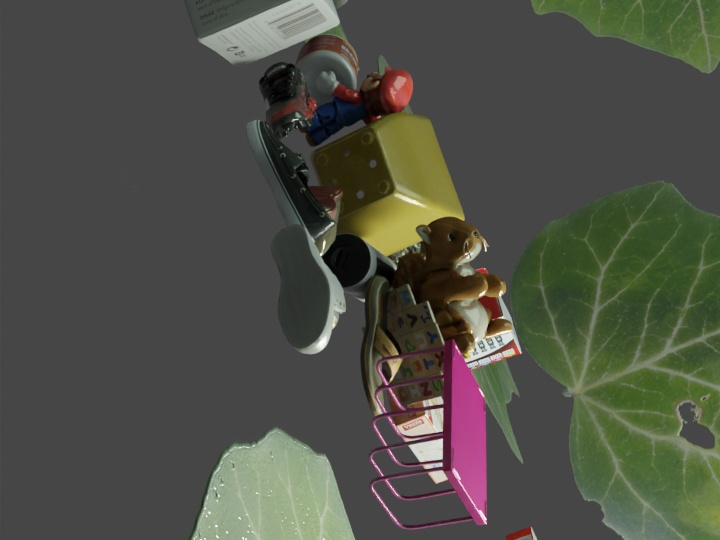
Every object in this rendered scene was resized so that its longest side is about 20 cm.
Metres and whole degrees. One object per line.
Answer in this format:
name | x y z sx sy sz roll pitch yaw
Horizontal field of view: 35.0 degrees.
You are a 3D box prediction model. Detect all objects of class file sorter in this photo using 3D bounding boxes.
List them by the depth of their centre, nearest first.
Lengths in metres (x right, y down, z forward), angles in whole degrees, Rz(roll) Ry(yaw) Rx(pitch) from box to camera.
file sorter | 0.087 0.222 1.513 0.139 0.124 0.201 59 26 -43

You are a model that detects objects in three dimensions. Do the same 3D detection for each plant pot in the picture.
plant pot | 0.026 -0.143 1.845 0.200 0.194 0.196 12 57 -68

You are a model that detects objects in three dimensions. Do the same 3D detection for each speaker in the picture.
speaker | 0.000 0.000 1.711 0.200 0.081 0.082 34 36 -73

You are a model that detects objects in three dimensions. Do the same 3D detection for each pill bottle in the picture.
pill bottle | -0.059 -0.349 1.995 0.200 0.111 0.113 -87 154 -66

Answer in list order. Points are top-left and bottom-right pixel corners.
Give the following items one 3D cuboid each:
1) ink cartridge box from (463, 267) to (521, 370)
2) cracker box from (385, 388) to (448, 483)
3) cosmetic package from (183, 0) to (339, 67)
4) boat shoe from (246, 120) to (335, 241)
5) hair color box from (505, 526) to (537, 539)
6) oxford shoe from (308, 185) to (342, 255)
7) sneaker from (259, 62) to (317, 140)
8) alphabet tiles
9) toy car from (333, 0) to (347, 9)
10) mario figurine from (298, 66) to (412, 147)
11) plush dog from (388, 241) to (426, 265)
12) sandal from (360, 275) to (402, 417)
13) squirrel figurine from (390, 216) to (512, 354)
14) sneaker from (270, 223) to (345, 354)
ink cartridge box | 0.154 0.101 1.963 0.176 0.198 0.084 56 17 -50
cracker box | 0.099 0.232 1.820 0.200 0.057 0.135 57 16 -47
cosmetic package | -0.148 -0.405 1.509 0.165 0.164 0.202 17 53 -77
boat shoe | -0.091 -0.121 1.494 0.201 0.056 0.069 64 6 25
hair color box | 0.368 0.648 2.368 0.111 0.063 0.201 -91 156 -65
oxford shoe | -0.063 -0.075 1.622 0.200 0.070 0.075 -76 169 -73
sneaker | -0.111 -0.248 1.652 0.201 0.070 0.099 -84 152 -72
alphabet tiles | 0.065 0.112 1.670 0.200 0.006 0.168 -26 -96 60
toy car | -0.122 -0.469 1.877 0.200 0.174 0.151 42 65 -68
mario figurine | -0.009 -0.283 1.882 0.123 0.198 0.107 -19 88 -80
plush dog | 0.060 -0.045 2.041 0.200 0.161 0.172 40 30 -5
sandal | 0.034 0.106 1.621 0.080 0.053 0.202 41 52 -72
squirrel figurine | 0.111 0.019 1.675 0.141 0.199 0.188 -17 98 -47
sneaker | -0.049 0.045 1.385 0.116 0.073 0.201 55 15 -41
